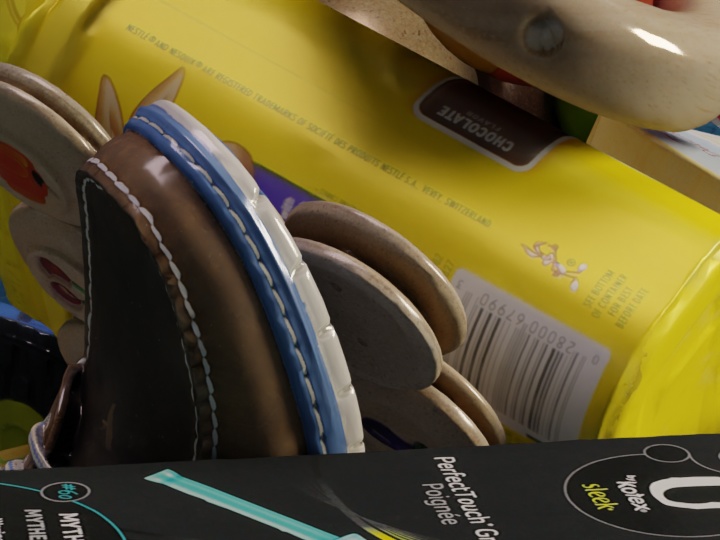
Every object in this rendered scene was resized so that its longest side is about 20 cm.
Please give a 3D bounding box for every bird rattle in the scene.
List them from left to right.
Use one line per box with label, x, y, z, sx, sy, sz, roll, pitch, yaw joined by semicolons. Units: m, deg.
bird rattle;0.046;-0.082;0.723;0.200;0.113;0.163;36;23;-15

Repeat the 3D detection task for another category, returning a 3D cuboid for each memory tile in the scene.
memory tile;-0.025;0.032;0.703;0.153;0.200;0.017;24;63;27

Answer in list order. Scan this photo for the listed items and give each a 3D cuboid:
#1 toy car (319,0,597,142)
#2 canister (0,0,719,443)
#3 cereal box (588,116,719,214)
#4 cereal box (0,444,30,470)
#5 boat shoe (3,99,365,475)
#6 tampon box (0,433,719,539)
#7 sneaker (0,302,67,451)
toy car;0.005;-0.044;0.964;0.163;0.159;0.200;-16;24;21
canister;0.000;0.000;0.739;0.199;0.149;0.087;30;60;21
cereal box;0.172;0.008;0.845;0.144;0.040;0.199;35;18;37
cereal box;-0.131;0.102;0.718;0.199;0.040;0.144;-13;23;-33
boat shoe;-0.042;0.059;0.613;0.072;0.201;0.072;-24;36;-22
tampon box;0.005;0.121;0.529;0.198;0.127;0.150;-2;20;-10
sneaker;-0.116;0.033;0.880;0.199;0.066;0.078;12;18;31
